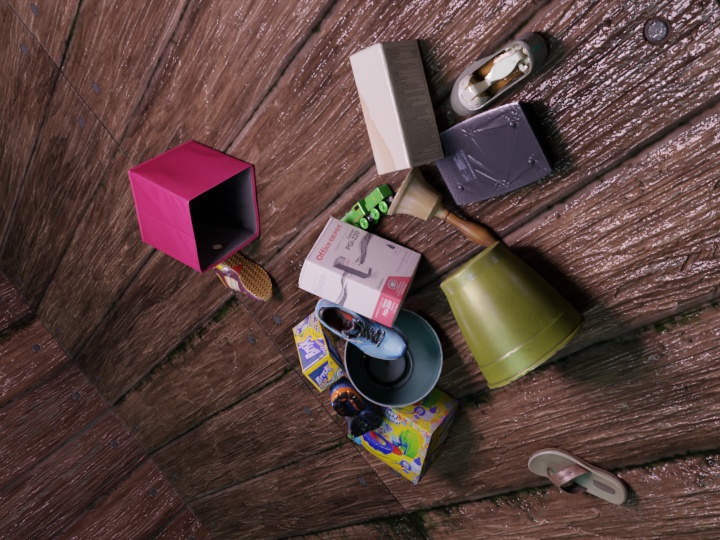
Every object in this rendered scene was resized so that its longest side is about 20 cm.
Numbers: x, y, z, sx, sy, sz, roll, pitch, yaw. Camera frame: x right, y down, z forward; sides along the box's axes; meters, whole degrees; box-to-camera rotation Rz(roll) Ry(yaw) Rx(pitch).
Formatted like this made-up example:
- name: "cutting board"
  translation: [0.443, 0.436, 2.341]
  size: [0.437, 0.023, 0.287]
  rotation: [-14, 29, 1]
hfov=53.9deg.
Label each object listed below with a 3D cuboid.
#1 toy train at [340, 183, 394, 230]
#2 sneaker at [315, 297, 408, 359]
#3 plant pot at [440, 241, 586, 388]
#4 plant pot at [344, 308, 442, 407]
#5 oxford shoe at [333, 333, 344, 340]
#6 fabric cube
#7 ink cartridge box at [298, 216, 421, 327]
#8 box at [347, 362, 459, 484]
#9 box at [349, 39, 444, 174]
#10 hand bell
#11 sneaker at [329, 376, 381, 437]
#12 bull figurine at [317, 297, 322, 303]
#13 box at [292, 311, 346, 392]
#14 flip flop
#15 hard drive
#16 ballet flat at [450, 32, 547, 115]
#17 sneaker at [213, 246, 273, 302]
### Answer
- name: "toy train"
  translation: [0.004, -0.108, 1.412]
  size: [0.200, 0.042, 0.057]
  rotation: [-36, 82, 50]
- name: "sneaker"
  translation: [-0.002, 0.120, 1.373]
  size: [0.199, 0.090, 0.079]
  rotation: [25, 96, 2]
- name: "plant pot"
  translation: [0.242, 0.061, 1.203]
  size: [0.193, 0.200, 0.200]
  rotation: [54, 140, 3]
- name: "plant pot"
  translation: [0.062, 0.188, 1.486]
  size: [0.200, 0.200, 0.134]
  rotation: [45, 167, 7]
- name: "oxford shoe"
  translation: [-0.053, 0.117, 1.629]
  size: [0.199, 0.071, 0.074]
  rotation: [1, 94, 44]
- name: "fabric cube"
  translation: [-0.373, -0.149, 1.609]
  size: [0.199, 0.196, 0.201]
  rotation: [24, 134, 28]
- name: "ink cartridge box"
  translation: [0.000, 0.000, 1.374]
  size: [0.199, 0.146, 0.085]
  rotation: [22, 136, 6]
- name: "box"
  translation: [0.093, 0.336, 1.601]
  size: [0.200, 0.122, 0.193]
  rotation: [30, 135, 23]
- name: "box"
  translation: [0.061, -0.268, 1.164]
  size: [0.078, 0.095, 0.201]
  rotation: [-6, 101, 48]
- name: "hand bell"
  translation: [0.159, -0.096, 1.259]
  size: [0.200, 0.104, 0.104]
  rotation: [30, 137, 4]
- name: "sneaker"
  translation: [-0.011, 0.284, 1.500]
  size: [0.200, 0.075, 0.079]
  rotation: [66, -177, -46]
- name: "bull figurine"
  translation: [-0.029, 0.049, 1.521]
  size: [0.065, 0.122, 0.200]
  rotation: [17, 161, -29]
- name: "box"
  translation: [-0.089, 0.167, 1.494]
  size: [0.064, 0.070, 0.200]
  rotation: [51, -175, -25]
- name: "flip flop"
  translation: [0.424, 0.414, 1.400]
  size: [0.199, 0.058, 0.081]
  rotation: [19, 131, 32]
- name: "hard drive"
  translation: [0.211, -0.190, 1.152]
  size: [0.200, 0.042, 0.135]
  rotation: [-17, 107, 49]
- name: "ballet flat"
  translation: [0.194, -0.291, 1.076]
  size: [0.068, 0.064, 0.200]
  rotation: [55, 140, -5]
- name: "sneaker"
  translation: [-0.291, 0.022, 1.768]
  size: [0.200, 0.075, 0.090]
  rotation: [40, 148, 22]
